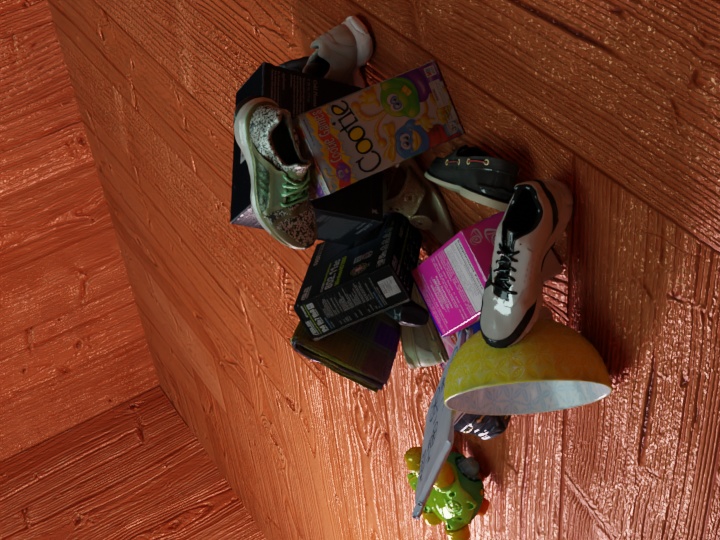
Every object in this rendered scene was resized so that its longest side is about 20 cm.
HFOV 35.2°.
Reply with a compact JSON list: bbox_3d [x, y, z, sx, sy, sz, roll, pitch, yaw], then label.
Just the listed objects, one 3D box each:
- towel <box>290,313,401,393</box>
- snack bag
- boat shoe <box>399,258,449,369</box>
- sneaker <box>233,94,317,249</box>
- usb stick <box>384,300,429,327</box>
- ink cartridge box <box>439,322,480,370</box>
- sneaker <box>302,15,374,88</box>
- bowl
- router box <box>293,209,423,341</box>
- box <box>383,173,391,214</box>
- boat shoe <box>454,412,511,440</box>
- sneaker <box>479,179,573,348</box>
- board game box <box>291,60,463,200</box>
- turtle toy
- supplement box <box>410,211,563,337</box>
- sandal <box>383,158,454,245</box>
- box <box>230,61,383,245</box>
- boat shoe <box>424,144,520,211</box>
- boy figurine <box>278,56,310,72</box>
[{"bbox_3d":[-0.015,0.089,1.598,0.143,0.200,0.023,26,118,-2],"label":"towel"},{"bbox_3d":[0.110,0.204,1.510,0.200,0.021,0.189,-77,3,-46],"label":"snack bag"},{"bbox_3d":[0.088,0.042,1.659,0.073,0.063,0.201,49,-146,-64],"label":"boat shoe"},{"bbox_3d":[-0.090,-0.113,1.370,0.089,0.077,0.200,15,130,55],"label":"sneaker"},{"bbox_3d":[0.040,0.041,1.585,0.033,0.055,0.200,-70,21,4],"label":"usb stick"},{"bbox_3d":[0.154,0.098,1.637,0.095,0.037,0.200,49,152,38],"label":"ink cartridge box"},{"bbox_3d":[-0.043,-0.272,1.607,0.076,0.092,0.200,55,157,27],"label":"sneaker"},{"bbox_3d":[0.196,0.103,1.369,0.200,0.200,0.108,125,144,-67],"label":"bowl"},{"bbox_3d":[0.000,0.000,1.572,0.062,0.150,0.200,58,-160,-20],"label":"router box"},{"bbox_3d":[0.015,-0.092,1.735,0.164,0.021,0.200,-124,19,-51],"label":"box"},{"bbox_3d":[0.185,0.171,1.599,0.200,0.091,0.071,127,157,-49],"label":"boat shoe"},{"bbox_3d":[0.170,-0.011,1.267,0.074,0.080,0.200,19,96,34],"label":"sneaker"},{"bbox_3d":[0.010,-0.175,1.437,0.103,0.200,0.105,67,160,-6],"label":"board game box"},{"bbox_3d":[0.139,0.342,1.852,0.200,0.101,0.146,25,136,60],"label":"turtle toy"},{"bbox_3d":[0.154,0.003,1.432,0.104,0.101,0.200,63,159,5],"label":"supplement box"},{"bbox_3d":[0.056,-0.117,1.575,0.212,0.070,0.078,67,159,-7],"label":"sandal"},{"bbox_3d":[-0.072,-0.154,1.538,0.104,0.182,0.200,-32,52,57],"label":"box"},{"bbox_3d":[0.138,-0.119,1.397,0.201,0.074,0.063,-146,71,-70],"label":"boat shoe"},{"bbox_3d":[-0.071,-0.223,1.722,0.124,0.064,0.200,102,147,-72],"label":"boy figurine"}]
